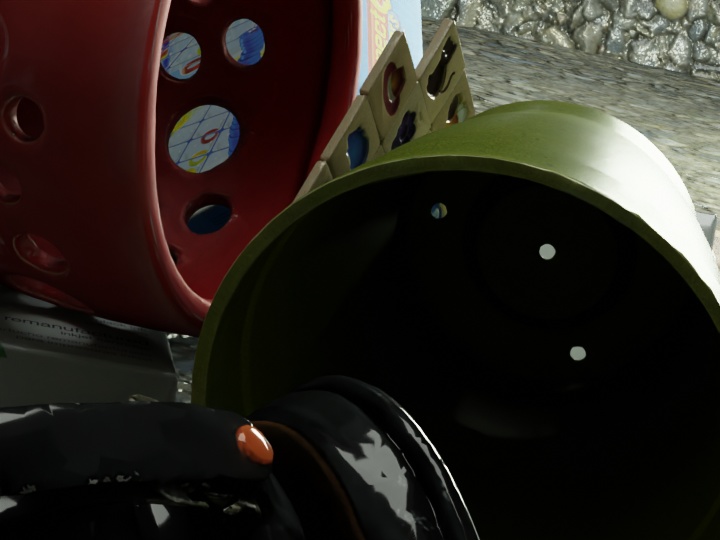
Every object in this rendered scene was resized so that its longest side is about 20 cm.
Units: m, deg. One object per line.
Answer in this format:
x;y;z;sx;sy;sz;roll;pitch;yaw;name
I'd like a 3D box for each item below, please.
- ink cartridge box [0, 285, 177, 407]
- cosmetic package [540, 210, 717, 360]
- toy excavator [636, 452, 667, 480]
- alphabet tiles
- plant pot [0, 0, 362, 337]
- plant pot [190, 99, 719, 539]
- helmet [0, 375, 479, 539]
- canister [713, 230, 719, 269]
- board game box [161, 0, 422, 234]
-0.157;0.041;0.933;0.146;0.083;0.200;10;12;-11;ink cartridge box
0.061;0.018;1.076;0.199;0.113;0.081;9;-25;9;cosmetic package
0.131;0.101;0.943;0.199;0.100;0.194;4;11;3;toy excavator
0.000;0.000;0.951;0.006;0.200;0.167;20;-25;23;alphabet tiles
-0.115;-0.087;0.891;0.182;0.202;0.200;11;11;23;plant pot
0.058;0.024;0.867;0.199;0.201;0.193;14;23;8;plant pot
-0.076;0.111;0.457;0.199;0.191;0.201;20;46;-22;helmet
0.186;0.015;1.361;0.199;0.087;0.149;13;13;-1;canister
-0.063;-0.088;1.088;0.056;0.199;0.197;36;40;-39;board game box
